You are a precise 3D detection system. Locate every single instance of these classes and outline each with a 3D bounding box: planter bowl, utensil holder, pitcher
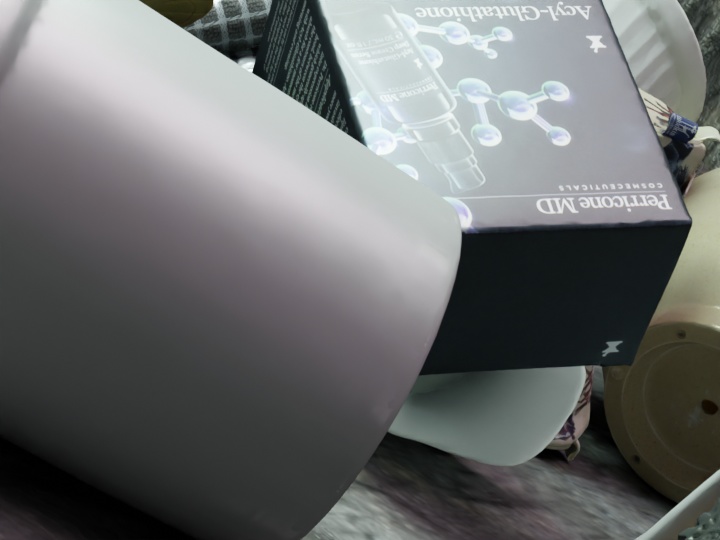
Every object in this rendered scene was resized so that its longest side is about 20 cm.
[{"bbox_3d":[0.218,0.056,1.630,0.200,0.200,0.135,34,38,13],"label":"planter bowl"},{"bbox_3d":[-0.086,-0.008,1.053,0.200,0.170,0.170,30,10,-16],"label":"utensil holder"},{"bbox_3d":[0.000,0.000,1.437,0.171,0.121,0.200,11,32,-35],"label":"pitcher"}]

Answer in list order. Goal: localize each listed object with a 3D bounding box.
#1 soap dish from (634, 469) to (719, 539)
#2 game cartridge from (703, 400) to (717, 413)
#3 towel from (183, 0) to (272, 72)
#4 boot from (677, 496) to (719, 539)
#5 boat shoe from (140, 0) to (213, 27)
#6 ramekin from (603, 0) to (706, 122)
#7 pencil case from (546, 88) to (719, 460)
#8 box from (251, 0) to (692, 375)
[{"bbox_3d":[0.197,0.119,1.338,0.081,0.157,0.200,50,13,8],"label":"soap dish"},{"bbox_3d":[0.253,0.074,1.777,0.200,0.032,0.176,35,-21,13],"label":"game cartridge"},{"bbox_3d":[-0.069,-0.127,1.549,0.165,0.086,0.200,-15,9,-11],"label":"towel"},{"bbox_3d":[0.205,0.185,1.206,0.200,0.165,0.066,52,-14,-14],"label":"boot"},{"bbox_3d":[-0.163,-0.138,1.427,0.073,0.200,0.063,21,59,-55],"label":"boat shoe"},{"bbox_3d":[0.089,-0.119,1.645,0.200,0.098,0.201,34,-27,20],"label":"ramekin"},{"bbox_3d":[0.117,-0.002,1.544,0.089,0.200,0.078,22,11,-1],"label":"pencil case"},{"bbox_3d":[0.047,-0.059,1.365,0.148,0.107,0.200,-3,51,-19],"label":"box"}]
